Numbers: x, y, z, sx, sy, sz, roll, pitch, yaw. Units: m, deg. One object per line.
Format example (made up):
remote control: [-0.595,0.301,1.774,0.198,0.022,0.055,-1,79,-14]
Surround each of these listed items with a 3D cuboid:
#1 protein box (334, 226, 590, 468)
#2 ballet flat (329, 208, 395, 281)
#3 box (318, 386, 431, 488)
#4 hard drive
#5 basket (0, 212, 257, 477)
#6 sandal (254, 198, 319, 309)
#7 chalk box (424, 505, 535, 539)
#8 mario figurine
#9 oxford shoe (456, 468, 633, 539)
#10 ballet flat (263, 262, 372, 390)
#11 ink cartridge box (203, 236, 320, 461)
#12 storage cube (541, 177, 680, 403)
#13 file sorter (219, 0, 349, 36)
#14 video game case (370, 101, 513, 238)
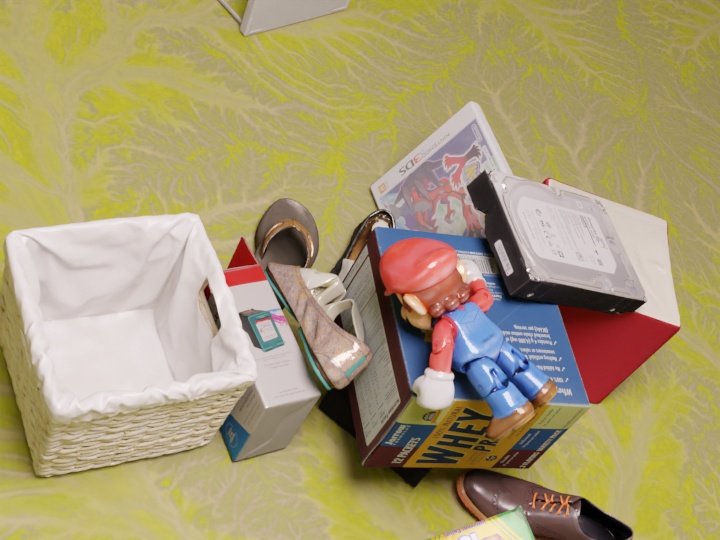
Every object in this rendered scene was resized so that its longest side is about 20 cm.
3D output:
protein box: [0.096,0.082,1.108,0.197,0.135,0.201,5,52,-23]
ballet flat: [0.000,0.000,1.274,0.068,0.069,0.201,23,48,-9]
box: [0.069,0.120,1.209,0.141,0.079,0.200,37,47,9]
hard drive: [0.211,-0.028,1.144,0.199,0.038,0.140,11,50,-40]
basket: [-0.235,0.073,1.037,0.199,0.161,0.199,-7,58,-31]
sandal: [-0.091,-0.023,1.248,0.081,0.055,0.200,32,37,-5]
chalk box: [0.130,0.348,1.007,0.123,0.125,0.201,-18,61,-6]
mario figurine: [0.085,0.060,0.995,0.200,0.106,0.123,53,14,7]
oxford shoe: [0.201,0.257,1.171,0.199,0.073,0.071,24,48,-8]
ballet flat: [-0.038,0.043,1.103,0.067,0.068,0.200,-35,44,2]
ink cartridge box: [-0.125,0.078,1.118,0.067,0.116,0.201,-11,59,-32]
storage cube: [0.257,0.027,1.306,0.199,0.180,0.172,19,48,-13]
file sorter: [-0.105,-0.443,1.522,0.199,0.139,0.125,-25,65,-38]
video game case: [0.109,-0.076,1.316,0.023,0.182,0.201,15,45,-47]
